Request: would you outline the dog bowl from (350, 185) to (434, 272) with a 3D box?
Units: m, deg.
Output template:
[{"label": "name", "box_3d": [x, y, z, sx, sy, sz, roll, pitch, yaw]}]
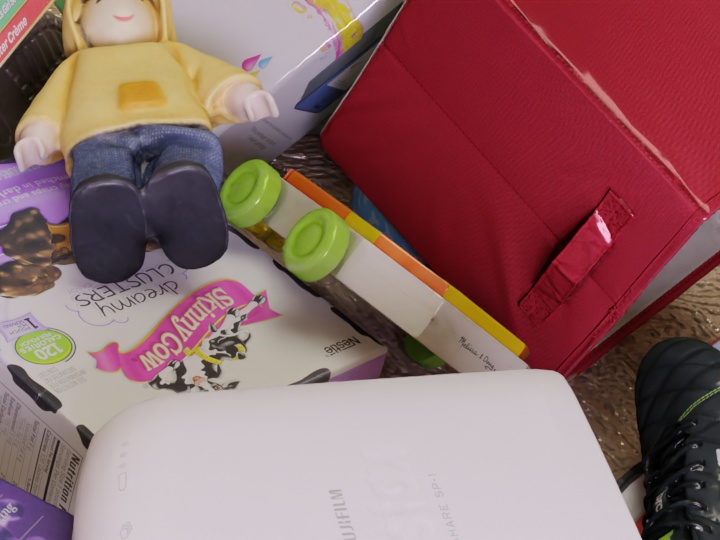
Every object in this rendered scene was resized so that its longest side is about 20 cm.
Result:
[{"label": "dog bowl", "box_3d": [0.081, -0.039, 1.221, 0.199, 0.050, 0.112, -9, 60, -34]}]

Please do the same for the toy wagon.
[{"label": "toy wagon", "box_3d": [0.000, 0.000, 1.084, 0.155, 0.040, 0.200, 38, 0, -37]}]

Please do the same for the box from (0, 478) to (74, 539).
[{"label": "box", "box_3d": [-0.222, 0.126, 0.827, 0.199, 0.105, 0.148, 25, 35, 11]}]

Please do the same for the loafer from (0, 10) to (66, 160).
[{"label": "loafer", "box_3d": [-0.214, -0.057, 1.123, 0.068, 0.076, 0.200, -10, 25, 43]}]

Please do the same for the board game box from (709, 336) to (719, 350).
[{"label": "board game box", "box_3d": [0.235, 0.107, 1.063, 0.103, 0.019, 0.200, -28, 77, -46]}]

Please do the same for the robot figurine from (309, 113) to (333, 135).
[{"label": "robot figurine", "box_3d": [0.003, -0.133, 1.282, 0.199, 0.113, 0.170, 17, 42, -1]}]

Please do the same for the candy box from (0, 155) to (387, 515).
[{"label": "candy box", "box_3d": [-0.117, 0.031, 1.034, 0.200, 0.072, 0.167, 38, 38, 27]}]

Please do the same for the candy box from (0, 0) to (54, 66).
[{"label": "candy box", "box_3d": [-0.263, -0.105, 1.075, 0.199, 0.077, 0.169, -13, 26, 24]}]

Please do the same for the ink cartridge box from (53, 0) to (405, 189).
[{"label": "ink cartridge box", "box_3d": [-0.047, -0.157, 1.183, 0.146, 0.200, 0.087, 55, 6, 17]}]

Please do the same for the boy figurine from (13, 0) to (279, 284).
[{"label": "boy figurine", "box_3d": [-0.101, -0.077, 1.067, 0.124, 0.065, 0.201, -9, 39, -2]}]

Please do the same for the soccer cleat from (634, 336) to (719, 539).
[{"label": "soccer cleat", "box_3d": [0.147, 0.109, 0.952, 0.081, 0.068, 0.201, 9, 48, -32]}]

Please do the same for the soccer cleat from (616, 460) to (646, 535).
[{"label": "soccer cleat", "box_3d": [0.157, 0.114, 1.058, 0.073, 0.068, 0.200, 49, 39, 8]}]

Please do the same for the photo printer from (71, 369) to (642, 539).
[{"label": "photo printer", "box_3d": [-0.001, 0.110, 0.801, 0.199, 0.070, 0.167, -3, 40, -15]}]

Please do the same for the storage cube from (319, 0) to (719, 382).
[{"label": "storage cube", "box_3d": [0.120, -0.082, 1.120, 0.180, 0.171, 0.200, 47, 52, 10]}]
